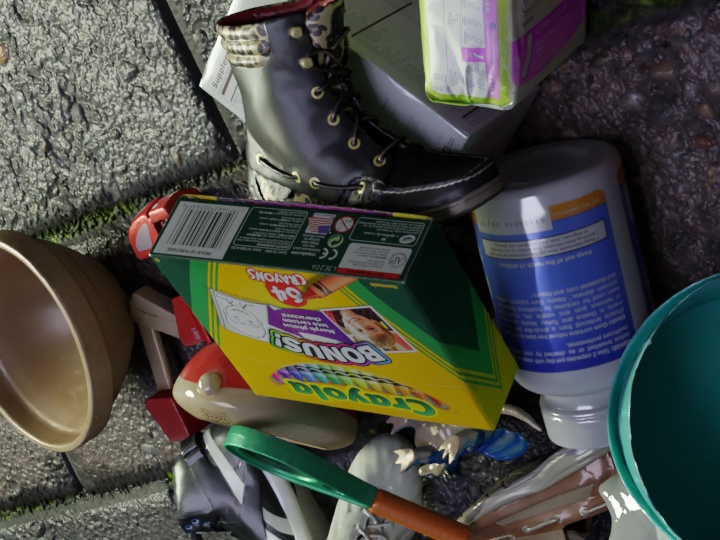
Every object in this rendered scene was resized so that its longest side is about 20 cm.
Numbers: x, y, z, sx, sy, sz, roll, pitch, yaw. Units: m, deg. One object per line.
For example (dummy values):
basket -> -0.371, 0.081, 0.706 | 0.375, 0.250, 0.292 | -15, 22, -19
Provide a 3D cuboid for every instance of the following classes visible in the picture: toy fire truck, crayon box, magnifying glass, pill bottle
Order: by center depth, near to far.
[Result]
crayon box -> -0.016, 0.029, 1.180 | 0.199, 0.058, 0.173 | 6, 146, 32
pill bottle -> 0.148, 0.019, 1.232 | 0.112, 0.112, 0.201 | -2, 112, 36
magnifying glass -> -0.010, 0.164, 1.331 | 0.199, 0.022, 0.080 | 26, 164, -7
toy fire truck -> -0.152, 0.039, 1.496 | 0.141, 0.049, 0.201 | -19, 101, 42

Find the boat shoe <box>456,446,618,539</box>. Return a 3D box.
boat shoe -> 0.143, 0.182, 1.344 | 0.072, 0.076, 0.200 | 55, 133, 4

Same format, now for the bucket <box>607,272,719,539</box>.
bucket -> 0.258, 0.096, 1.124 | 0.207, 0.207, 0.135 | 48, 175, 5

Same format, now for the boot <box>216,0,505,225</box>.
boot -> -0.007, -0.104, 1.157 | 0.199, 0.073, 0.151 | 2, 114, 40

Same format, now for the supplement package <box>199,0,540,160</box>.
supplement package -> 0.005, -0.132, 1.253 | 0.200, 0.114, 0.110 | 39, 129, 14

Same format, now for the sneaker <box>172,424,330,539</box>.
sneaker -> -0.092, 0.225, 1.515 | 0.112, 0.073, 0.201 | -26, 88, 14

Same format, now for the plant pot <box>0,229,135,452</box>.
plant pot -> -0.265, 0.050, 1.542 | 0.200, 0.093, 0.202 | 25, 128, 36

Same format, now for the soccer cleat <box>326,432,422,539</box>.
soccer cleat -> -0.001, 0.230, 1.425 | 0.069, 0.078, 0.201 | 20, 91, 12

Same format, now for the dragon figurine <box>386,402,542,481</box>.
dragon figurine -> 0.089, 0.116, 1.321 | 0.200, 0.099, 0.059 | -30, 69, 49

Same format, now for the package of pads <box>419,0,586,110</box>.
package of pads -> 0.092, -0.216, 1.117 | 0.068, 0.154, 0.201 | 9, 118, 25

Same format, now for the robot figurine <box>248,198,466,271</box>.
robot figurine -> -0.001, 0.001, 1.318 | 0.200, 0.150, 0.125 | 41, 146, 10

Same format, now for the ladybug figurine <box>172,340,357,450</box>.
ladybug figurine -> -0.071, 0.095, 1.396 | 0.135, 0.200, 0.072 | 11, 83, 23

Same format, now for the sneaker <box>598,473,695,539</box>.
sneaker -> 0.216, 0.234, 1.248 | 0.092, 0.076, 0.201 | 1, 97, 45
